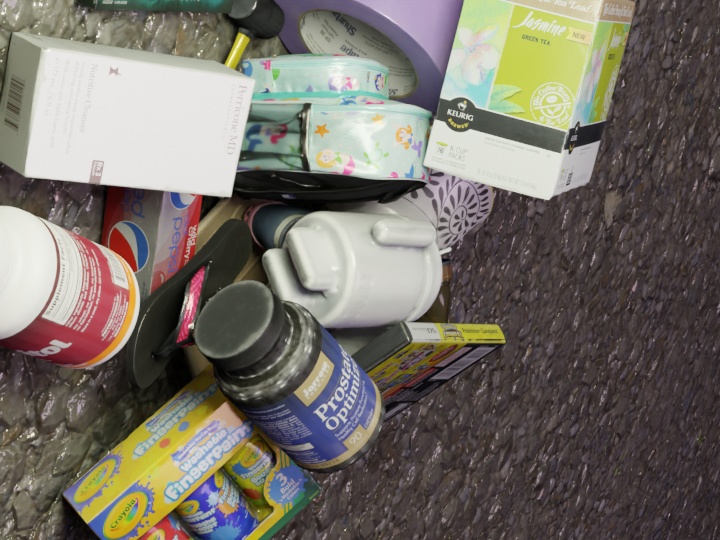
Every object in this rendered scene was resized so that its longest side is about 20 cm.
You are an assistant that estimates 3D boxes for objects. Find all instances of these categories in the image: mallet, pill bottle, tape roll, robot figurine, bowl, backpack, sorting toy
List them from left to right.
[{"bbox_3d":[-0.282,0.011,1.466,0.200,0.113,0.113,30,81,-61],"label":"pill bottle"},{"bbox_3d":[-0.139,-0.184,1.686,0.200,0.041,0.066,-62,152,-9],"label":"mallet"},{"bbox_3d":[-0.140,0.006,1.803,0.200,0.036,0.185,-55,148,-36],"label":"sorting toy"},{"bbox_3d":[-0.068,0.098,1.642,0.200,0.112,0.112,49,63,-44],"label":"pill bottle"},{"bbox_3d":[-0.028,-0.132,1.688,0.178,0.200,0.151,3,94,-76],"label":"backpack"},{"bbox_3d":[0.000,0.000,1.716,0.200,0.170,0.113,0,63,-43],"label":"robot figurine"},{"bbox_3d":[0.016,-0.247,1.746,0.085,0.200,0.200,-60,150,-19],"label":"tape roll"},{"bbox_3d":[0.032,-0.071,1.869,0.094,0.201,0.201,-62,151,-30],"label":"bowl"}]

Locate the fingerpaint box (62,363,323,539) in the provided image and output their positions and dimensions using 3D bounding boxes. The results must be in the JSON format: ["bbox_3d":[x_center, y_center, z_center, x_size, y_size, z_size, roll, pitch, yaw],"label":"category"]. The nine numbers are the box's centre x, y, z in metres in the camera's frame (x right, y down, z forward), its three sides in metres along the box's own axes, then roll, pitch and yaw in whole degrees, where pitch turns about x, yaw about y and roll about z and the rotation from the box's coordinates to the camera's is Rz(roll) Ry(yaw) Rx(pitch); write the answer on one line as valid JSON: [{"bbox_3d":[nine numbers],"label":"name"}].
[{"bbox_3d":[-0.163,0.219,1.729,0.200,0.073,0.167,-41,124,-11],"label":"fingerpaint box"}]

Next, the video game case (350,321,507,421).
[{"bbox_3d":[0.028,0.112,1.819,0.200,0.026,0.181,-36,158,30],"label":"video game case"}]

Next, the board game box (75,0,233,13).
[{"bbox_3d":[-0.171,-0.300,1.563,0.200,0.028,0.135,-13,118,-58],"label":"board game box"}]

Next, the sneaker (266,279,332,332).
[{"bbox_3d":[-0.074,0.028,1.833,0.200,0.074,0.089,40,64,-74],"label":"sneaker"}]

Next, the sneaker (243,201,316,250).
[{"bbox_3d":[-0.040,-0.027,1.813,0.200,0.082,0.070,31,89,-51],"label":"sneaker"}]

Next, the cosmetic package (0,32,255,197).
[{"bbox_3d":[-0.200,-0.131,1.482,0.200,0.081,0.113,3,105,-33],"label":"cosmetic package"}]

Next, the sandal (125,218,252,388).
[{"bbox_3d":[-0.152,0.030,1.631,0.200,0.045,0.075,-52,149,-30],"label":"sandal"}]

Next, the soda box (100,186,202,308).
[{"bbox_3d":[-0.193,-0.059,1.625,0.063,0.070,0.200,-17,123,-55],"label":"soda box"}]

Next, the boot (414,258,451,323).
[{"bbox_3d":[0.048,0.036,1.933,0.075,0.200,0.097,-8,94,-17],"label":"boot"}]

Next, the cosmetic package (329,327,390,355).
[{"bbox_3d":[-0.057,0.120,1.862,0.200,0.052,0.151,-12,159,-40],"label":"cosmetic package"}]

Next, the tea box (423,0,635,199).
[{"bbox_3d":[0.167,-0.185,1.696,0.200,0.134,0.197,-24,128,-71],"label":"tea box"}]
